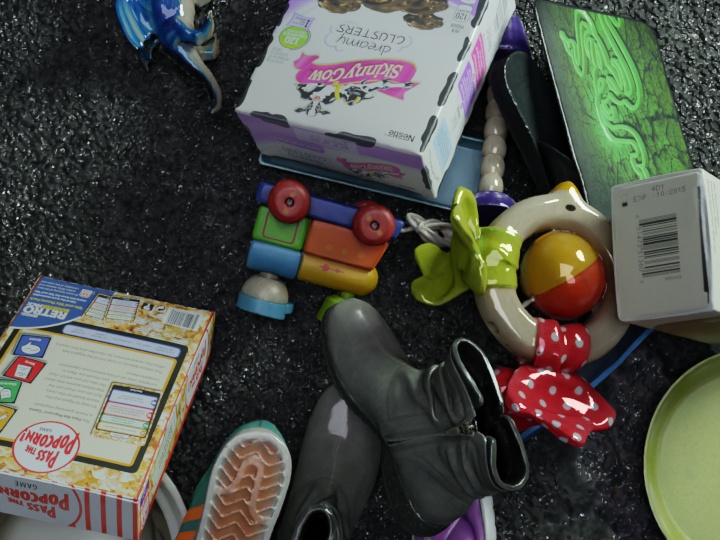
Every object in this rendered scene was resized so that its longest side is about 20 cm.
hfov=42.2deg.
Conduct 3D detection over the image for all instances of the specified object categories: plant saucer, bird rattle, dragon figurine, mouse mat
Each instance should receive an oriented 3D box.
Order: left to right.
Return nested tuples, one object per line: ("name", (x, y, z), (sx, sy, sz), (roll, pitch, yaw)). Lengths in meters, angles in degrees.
("dragon figurine", (-0.177, -0.214, 0.817), (0.099, 0.059, 0.201), (-12, 79, -3))
("plant saucer", (0.015, -0.101, 0.822), (0.199, 0.019, 0.070), (14, 80, 2))
("bird rattle", (0.136, 0.020, 0.682), (0.163, 0.113, 0.200), (-34, 79, -17))
("mouse mat", (0.223, -0.132, 0.790), (0.160, 0.008, 0.201), (-2, 73, -36))
("plant saucer", (0.329, 0.165, 0.774), (0.199, 0.031, 0.201), (0, 80, -2))

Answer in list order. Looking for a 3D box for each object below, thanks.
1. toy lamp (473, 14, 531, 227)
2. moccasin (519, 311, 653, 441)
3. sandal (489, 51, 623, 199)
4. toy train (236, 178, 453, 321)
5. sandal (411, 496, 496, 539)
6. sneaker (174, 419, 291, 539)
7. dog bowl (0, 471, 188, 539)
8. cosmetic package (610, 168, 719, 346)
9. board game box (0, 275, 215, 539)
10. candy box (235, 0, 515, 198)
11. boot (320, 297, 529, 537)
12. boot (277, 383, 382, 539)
("toy lamp", (0.116, -0.131, 0.796), (0.058, 0.058, 0.201), (6, 64, 0))
("moccasin", (0.180, 0.061, 0.775), (0.200, 0.081, 0.068), (-39, 79, -22))
("sandal", (0.174, -0.090, 0.768), (0.201, 0.048, 0.075), (55, 47, -17))
("toy train", (0.000, 0.000, 0.779), (0.199, 0.085, 0.116), (15, 96, -6))
("sandal", (0.064, 0.170, 0.740), (0.050, 0.082, 0.204), (21, 65, -37))
("sneaker", (-0.101, 0.204, 0.674), (0.071, 0.080, 0.201), (25, 89, -3))
("dog bowl", (-0.223, 0.224, 0.728), (0.199, 0.074, 0.201), (0, 79, -2))
("cosmetic package", (0.270, -0.002, 0.720), (0.071, 0.200, 0.106), (-10, 76, 39))
("board game box", (-0.209, 0.095, 0.706), (0.151, 0.046, 0.200), (12, 38, 1))
("candy box", (0.016, -0.178, 0.774), (0.167, 0.072, 0.201), (16, 71, 20))
("boot", (0.049, 0.082, 0.677), (0.067, 0.131, 0.201), (-8, 61, -35))
("boot", (-0.025, 0.180, 0.703), (0.067, 0.131, 0.201), (15, 80, 1))
